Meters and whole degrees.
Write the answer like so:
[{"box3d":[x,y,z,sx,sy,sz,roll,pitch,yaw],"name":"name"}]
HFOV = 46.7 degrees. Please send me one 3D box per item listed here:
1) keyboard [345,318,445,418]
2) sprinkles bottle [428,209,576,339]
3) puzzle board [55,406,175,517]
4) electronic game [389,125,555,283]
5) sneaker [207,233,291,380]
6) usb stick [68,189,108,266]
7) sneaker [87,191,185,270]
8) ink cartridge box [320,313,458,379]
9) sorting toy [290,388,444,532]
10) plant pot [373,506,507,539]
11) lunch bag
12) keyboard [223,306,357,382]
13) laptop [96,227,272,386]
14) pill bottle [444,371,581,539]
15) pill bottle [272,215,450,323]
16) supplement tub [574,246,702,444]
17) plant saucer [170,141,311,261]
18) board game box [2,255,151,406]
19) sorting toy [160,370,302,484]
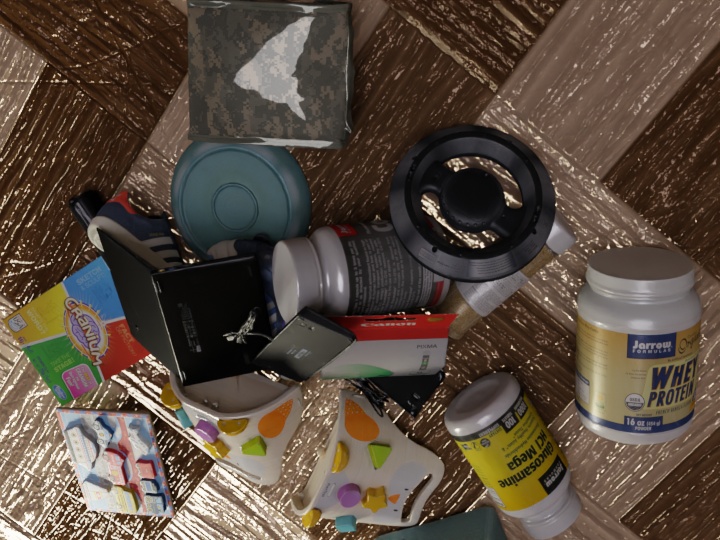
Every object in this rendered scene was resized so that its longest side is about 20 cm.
[{"box3d":[0.013,0.116,1.136,0.199,0.040,0.105,41,88,-3],"name":"keyboard"},{"box3d":[0.173,0.000,1.038,0.068,0.068,0.200,45,111,-7],"name":"sprinkles bottle"},{"box3d":[-0.366,0.292,1.248,0.147,0.018,0.204,1,120,10],"name":"puzzle board"},{"box3d":[0.130,-0.081,0.978,0.194,0.042,0.205,-1,66,2],"name":"electronic game"},{"box3d":[-0.145,0.048,1.100,0.143,0.081,0.204,9,126,8],"name":"sneaker"},{"box3d":[-0.326,-0.018,1.135,0.032,0.056,0.202,-28,102,18],"name":"usb stick"},{"box3d":[-0.265,-0.026,1.117,0.074,0.086,0.200,-12,132,42],"name":"sneaker"},{"box3d":[0.030,0.095,1.018,0.156,0.200,0.051,-2,77,-4],"name":"ink cartridge box"},{"box3d":[0.019,0.296,1.169,0.176,0.107,0.203,18,112,-17],"name":"sorting toy"},{"box3d":[0.124,0.487,1.142,0.192,0.201,0.199,-20,107,17],"name":"plant pot"},{"box3d":[-0.097,-0.235,0.985,0.195,0.118,0.168,7,109,13],"name":"lunch bag"},{"box3d":[-0.090,0.081,0.978,0.125,0.021,0.200,24,151,-13],"name":"keyboard"},{"box3d":[-0.219,0.037,1.063,0.195,0.117,0.190,-10,130,-5],"name":"laptop"},{"box3d":[0.204,0.245,1.092,0.111,0.113,0.202,-31,101,19],"name":"pill bottle"},{"box3d":[0.000,0.000,1.002,0.195,0.114,0.117,-8,111,-23],"name":"pill bottle"},{"box3d":[0.330,0.086,0.998,0.140,0.145,0.205,0,109,11],"name":"supplement tub"},{"box3d":[-0.162,-0.085,1.097,0.195,0.027,0.205,3,109,9],"name":"plant saucer"},{"box3d":[-0.390,0.083,1.189,0.197,0.040,0.155,-29,101,19],"name":"board game box"},{"box3d":[-0.177,0.219,1.148,0.196,0.107,0.183,17,137,25],"name":"sorting toy"}]
